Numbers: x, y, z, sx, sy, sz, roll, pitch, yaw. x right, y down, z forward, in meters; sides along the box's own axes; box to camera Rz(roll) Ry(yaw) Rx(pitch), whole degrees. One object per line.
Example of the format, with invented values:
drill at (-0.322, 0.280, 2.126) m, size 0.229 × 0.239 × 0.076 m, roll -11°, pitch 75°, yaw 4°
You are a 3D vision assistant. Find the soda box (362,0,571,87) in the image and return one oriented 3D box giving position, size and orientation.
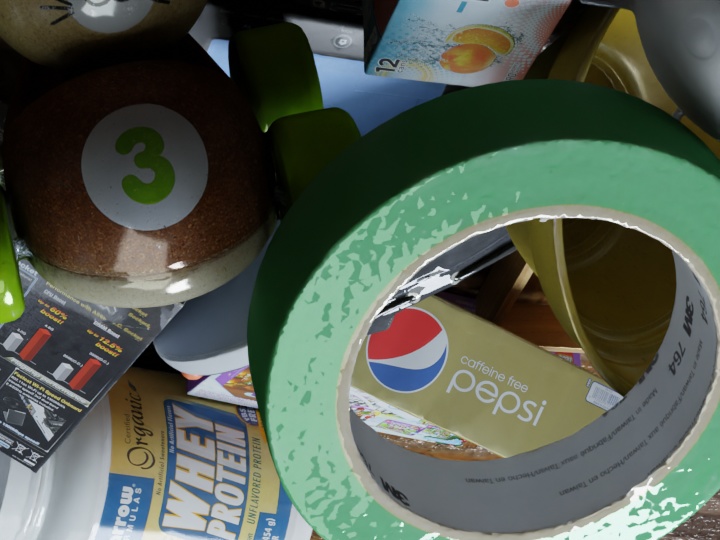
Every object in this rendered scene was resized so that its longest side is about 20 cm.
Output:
soda box at (0.055, -0.144, 0.677) m, size 0.068 × 0.064 × 0.200 m, roll 6°, pitch 153°, yaw -14°

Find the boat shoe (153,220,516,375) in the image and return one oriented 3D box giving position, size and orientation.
boat shoe at (0.000, 0.000, 0.857) m, size 0.200 × 0.070 × 0.066 m, roll -32°, pitch 135°, yaw 11°

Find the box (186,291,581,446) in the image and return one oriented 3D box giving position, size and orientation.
box at (0.014, 0.053, 1.114) m, size 0.199 × 0.039 × 0.137 m, roll 14°, pitch 151°, yaw -28°

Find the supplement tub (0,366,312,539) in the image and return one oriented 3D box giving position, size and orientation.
supplement tub at (-0.142, 0.132, 1.144) m, size 0.199 × 0.145 × 0.145 m, roll 11°, pitch 152°, yaw -29°

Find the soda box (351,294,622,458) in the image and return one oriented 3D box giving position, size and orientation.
soda box at (0.041, 0.049, 0.997) m, size 0.200 × 0.064 × 0.068 m, roll 27°, pitch 177°, yaw -17°

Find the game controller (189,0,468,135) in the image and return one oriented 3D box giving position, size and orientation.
game controller at (-0.021, -0.082, 0.829) m, size 0.199 × 0.042 × 0.104 m, roll 6°, pitch 153°, yaw -17°

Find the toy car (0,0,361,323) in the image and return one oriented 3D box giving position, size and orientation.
toy car at (-0.095, -0.102, 0.681) m, size 0.164 × 0.158 × 0.200 m, roll -12°, pitch 124°, yaw -10°

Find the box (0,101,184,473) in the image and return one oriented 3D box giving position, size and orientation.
box at (-0.192, -0.010, 0.846) m, size 0.200 × 0.050 × 0.158 m, roll 33°, pitch 132°, yaw -12°

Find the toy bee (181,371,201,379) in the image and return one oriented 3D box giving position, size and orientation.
toy bee at (-0.109, -0.002, 0.917) m, size 0.199 × 0.109 × 0.131 m, roll -13°, pitch 150°, yaw 23°

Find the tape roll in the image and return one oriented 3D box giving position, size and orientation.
tape roll at (0.059, 0.029, 0.686) m, size 0.200 × 0.048 × 0.201 m, roll -6°, pitch 122°, yaw -10°

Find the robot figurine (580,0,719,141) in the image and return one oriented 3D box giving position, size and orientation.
robot figurine at (0.184, -0.112, 0.669) m, size 0.200 × 0.113 × 0.170 m, roll -23°, pitch 106°, yaw 16°

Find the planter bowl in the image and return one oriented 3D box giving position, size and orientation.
planter bowl at (0.117, -0.046, 0.792) m, size 0.083 × 0.201 × 0.200 m, roll 12°, pitch 170°, yaw 44°

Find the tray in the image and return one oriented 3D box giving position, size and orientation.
tray at (0.132, -0.011, 0.992) m, size 0.098 × 0.037 × 0.200 m, roll 3°, pitch 155°, yaw -10°
